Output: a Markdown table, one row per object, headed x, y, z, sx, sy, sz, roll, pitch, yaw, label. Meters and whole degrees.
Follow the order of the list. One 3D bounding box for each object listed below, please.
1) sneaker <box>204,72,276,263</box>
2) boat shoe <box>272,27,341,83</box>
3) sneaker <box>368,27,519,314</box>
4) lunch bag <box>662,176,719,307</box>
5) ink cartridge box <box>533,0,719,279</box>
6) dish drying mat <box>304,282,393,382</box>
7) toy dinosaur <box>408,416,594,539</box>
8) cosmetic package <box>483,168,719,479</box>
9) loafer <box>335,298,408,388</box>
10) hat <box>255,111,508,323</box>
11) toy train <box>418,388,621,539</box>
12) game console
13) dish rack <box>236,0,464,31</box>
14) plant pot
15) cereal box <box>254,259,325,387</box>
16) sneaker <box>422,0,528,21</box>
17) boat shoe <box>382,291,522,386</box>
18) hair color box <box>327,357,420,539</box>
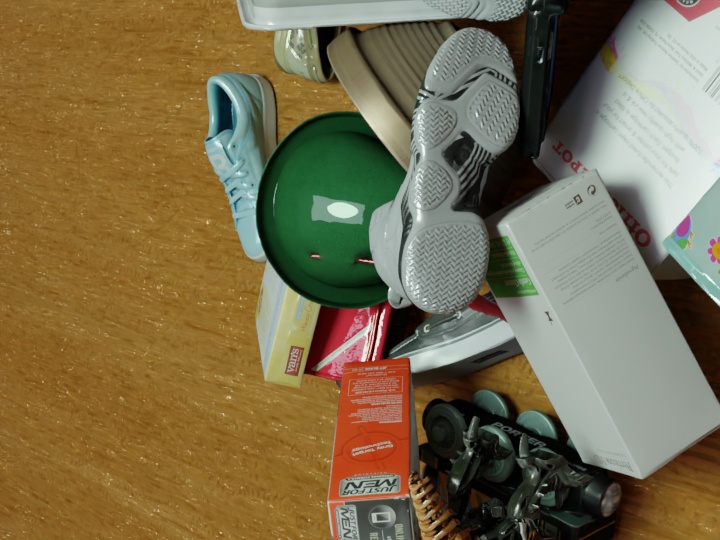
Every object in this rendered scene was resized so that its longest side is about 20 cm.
| x | y | z | sx | sy | sz | roll | pitch | yaw | label |
| --- | --- | --- | --- | --- | --- | --- | --- | --- | --- |
| -0.130 | -0.108 | 1.209 | 0.073 | 0.081 | 0.203 | -19 | 76 | 43 | sneaker |
| -0.034 | -0.287 | 1.135 | 0.062 | 0.073 | 0.203 | 25 | 117 | 35 | boat shoe |
| 0.053 | -0.066 | 0.832 | 0.115 | 0.074 | 0.203 | 161 | 120 | -72 | sneaker |
| 0.325 | -0.009 | 0.736 | 0.201 | 0.121 | 0.171 | 53 | 122 | 34 | lunch bag |
| 0.240 | -0.116 | 0.846 | 0.148 | 0.085 | 0.201 | 53 | 125 | 31 | ink cartridge box |
| 0.000 | 0.000 | 1.040 | 0.076 | 0.018 | 0.203 | 10 | 87 | 31 | dish drying mat |
| 0.093 | 0.188 | 0.831 | 0.101 | 0.200 | 0.137 | 22 | 74 | 20 | toy dinosaur |
| 0.166 | 0.038 | 0.840 | 0.202 | 0.084 | 0.108 | 62 | 167 | -3 | cosmetic package |
| 0.005 | 0.017 | 1.095 | 0.063 | 0.071 | 0.204 | 3 | 84 | 62 | loafer |
| 0.037 | -0.039 | 0.920 | 0.175 | 0.197 | 0.169 | 14 | 93 | 63 | hat |
| 0.125 | 0.176 | 0.958 | 0.198 | 0.084 | 0.116 | 20 | 112 | 43 | toy train |
| 0.183 | -0.191 | 0.855 | 0.114 | 0.201 | 0.179 | 6 | 116 | 10 | game console |
| -0.006 | -0.243 | 0.985 | 0.172 | 0.196 | 0.044 | -111 | 18 | -67 | dish rack |
| 0.070 | -0.136 | 0.950 | 0.092 | 0.200 | 0.202 | -40 | 61 | 15 | plant pot |
| -0.064 | 0.009 | 1.099 | 0.200 | 0.039 | 0.146 | -119 | 42 | -73 | cereal box |
| 0.056 | -0.277 | 0.897 | 0.198 | 0.076 | 0.115 | 25 | 71 | 8 | sneaker |
| 0.090 | 0.054 | 1.007 | 0.198 | 0.068 | 0.058 | -24 | 67 | 35 | boat shoe |
| 0.014 | 0.158 | 0.887 | 0.060 | 0.201 | 0.103 | -5 | 112 | 4 | hair color box |
